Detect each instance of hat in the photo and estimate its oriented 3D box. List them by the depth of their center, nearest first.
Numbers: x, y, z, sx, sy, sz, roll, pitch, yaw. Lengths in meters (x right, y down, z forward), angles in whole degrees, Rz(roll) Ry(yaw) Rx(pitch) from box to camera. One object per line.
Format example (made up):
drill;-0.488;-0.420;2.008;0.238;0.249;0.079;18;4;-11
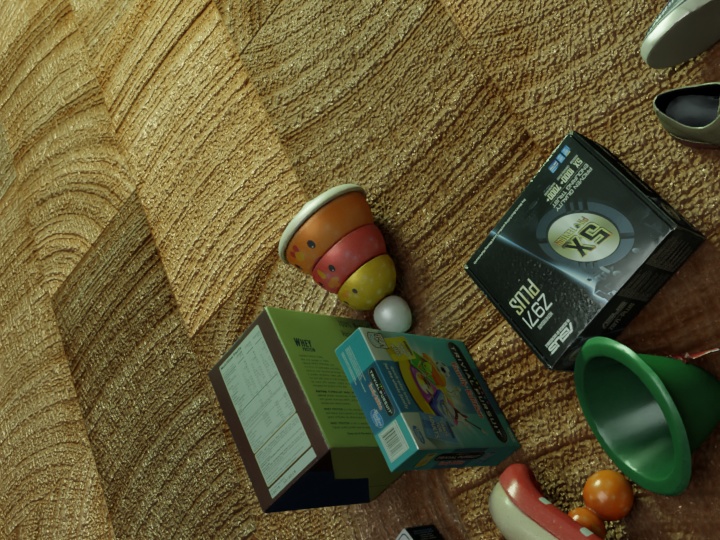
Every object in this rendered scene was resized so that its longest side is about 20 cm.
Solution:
hat;0.341;0.114;0.891;0.200;0.174;0.168;17;128;70

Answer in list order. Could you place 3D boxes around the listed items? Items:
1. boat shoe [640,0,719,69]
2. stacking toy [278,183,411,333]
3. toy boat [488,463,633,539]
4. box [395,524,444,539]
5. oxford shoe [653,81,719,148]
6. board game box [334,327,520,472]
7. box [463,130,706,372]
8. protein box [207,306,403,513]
boat shoe;0.360;-0.305;0.920;0.199;0.074;0.093;-40;52;21
stacking toy;0.000;0.000;1.168;0.200;0.146;0.146;50;116;17
toy boat;0.231;0.263;0.919;0.199;0.131;0.131;31;74;40
box;0.095;0.413;1.037;0.200;0.060;0.117;48;114;36
oxford shoe;0.381;-0.148;0.864;0.198;0.074;0.072;6;86;42
board game box;0.079;0.145;1.003;0.047;0.199;0.152;-44;57;27
box;0.236;-0.018;0.966;0.201;0.086;0.164;-53;54;22
protein box;-0.051;0.174;1.116;0.135;0.197;0.201;-45;56;26
